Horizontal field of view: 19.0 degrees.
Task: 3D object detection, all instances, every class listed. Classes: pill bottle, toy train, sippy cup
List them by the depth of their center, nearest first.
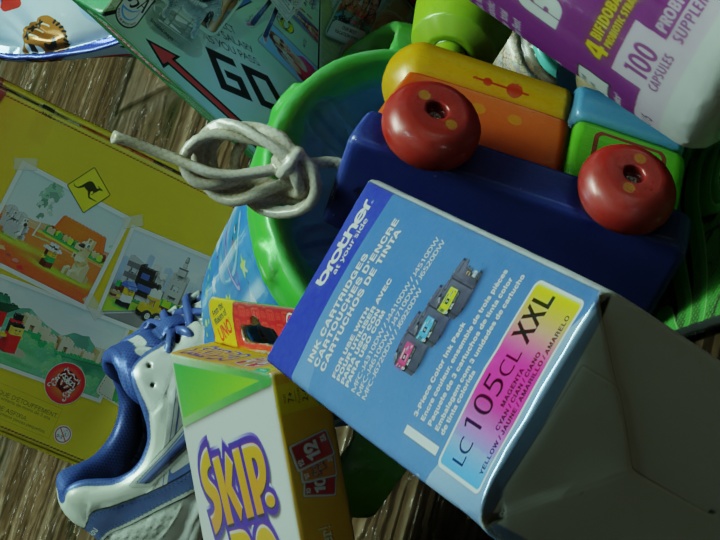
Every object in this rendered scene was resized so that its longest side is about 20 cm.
[{"bbox_3d":[0.065,-0.139,0.724,0.112,0.200,0.112,-51,-12,-15],"label":"pill bottle"},{"bbox_3d":[0.022,-0.061,0.769,0.085,0.199,0.116,111,176,-52],"label":"toy train"},{"bbox_3d":[0.000,0.000,0.853,0.178,0.140,0.130,-44,2,-32],"label":"sippy cup"}]

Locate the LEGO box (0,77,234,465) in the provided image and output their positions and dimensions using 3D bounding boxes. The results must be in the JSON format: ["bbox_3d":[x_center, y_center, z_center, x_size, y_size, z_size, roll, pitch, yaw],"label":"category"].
[{"bbox_3d":[-0.144,0.006,1.024,0.150,0.199,0.077,-65,26,-2],"label":"LEGO box"}]

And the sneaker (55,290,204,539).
[{"bbox_3d":[-0.068,0.040,0.980,0.201,0.088,0.075,-65,24,-5],"label":"sneaker"}]

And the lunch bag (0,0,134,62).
[{"bbox_3d":[-0.101,-0.158,1.011,0.199,0.124,0.170,-21,0,22],"label":"lunch bag"}]

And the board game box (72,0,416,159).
[{"bbox_3d":[-0.022,-0.115,0.891,0.029,0.200,0.135,34,86,37],"label":"board game box"}]

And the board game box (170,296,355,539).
[{"bbox_3d":[-0.029,0.111,0.789,0.095,0.030,0.201,5,103,63],"label":"board game box"}]

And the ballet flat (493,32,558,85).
[{"bbox_3d":[0.077,-0.148,0.904,0.067,0.068,0.201,-37,35,56],"label":"ballet flat"}]

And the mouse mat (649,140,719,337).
[{"bbox_3d":[0.141,-0.069,0.777,0.161,0.008,0.201,-24,47,53],"label":"mouse mat"}]

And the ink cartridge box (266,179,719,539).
[{"bbox_3d":[0.061,0.044,0.675,0.077,0.136,0.200,-58,26,1],"label":"ink cartridge box"}]
